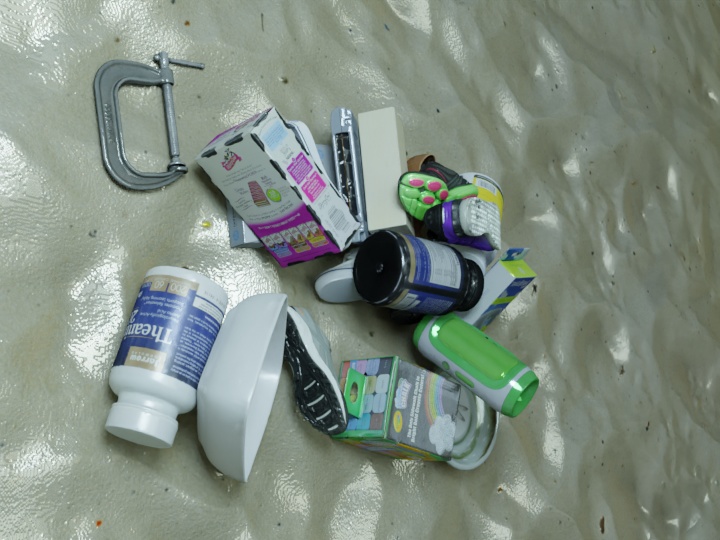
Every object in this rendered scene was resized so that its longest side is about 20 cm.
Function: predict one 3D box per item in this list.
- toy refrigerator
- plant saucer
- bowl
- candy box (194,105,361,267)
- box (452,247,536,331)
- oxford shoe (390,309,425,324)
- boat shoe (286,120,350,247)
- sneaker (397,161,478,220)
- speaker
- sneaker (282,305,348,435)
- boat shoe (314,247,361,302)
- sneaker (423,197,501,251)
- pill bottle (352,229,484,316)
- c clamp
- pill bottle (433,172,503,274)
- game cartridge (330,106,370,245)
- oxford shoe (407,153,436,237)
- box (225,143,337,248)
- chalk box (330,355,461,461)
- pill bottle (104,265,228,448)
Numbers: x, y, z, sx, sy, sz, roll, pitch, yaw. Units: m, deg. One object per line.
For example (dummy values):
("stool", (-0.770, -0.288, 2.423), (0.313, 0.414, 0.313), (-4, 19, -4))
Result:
("toy refrigerator", (0.039, -0.152, 1.346), (0.076, 0.069, 0.202), (46, 37, -70))
("plant saucer", (0.163, 0.237, 1.421), (0.199, 0.050, 0.203), (12, 74, -45))
("bowl", (-0.151, 0.140, 1.055), (0.074, 0.201, 0.201), (14, 48, 3))
("candy box", (-0.110, -0.106, 1.115), (0.201, 0.136, 0.061), (52, 51, -23))
("box", (0.215, 0.049, 1.404), (0.048, 0.200, 0.122), (48, 22, 19))
("oxford shoe", (0.106, 0.042, 1.404), (0.199, 0.072, 0.085), (-15, 85, -54))
("boat shoe", (-0.078, -0.115, 1.193), (0.068, 0.071, 0.202), (-29, 100, -46))
("sneaker", (0.111, -0.129, 1.326), (0.084, 0.077, 0.199), (44, 22, 26))
("speaker", (0.178, 0.141, 1.303), (0.088, 0.199, 0.089), (-36, 147, -29))
("sneaker", (-0.062, 0.136, 1.185), (0.079, 0.074, 0.202), (-5, 66, -55))
("boat shoe", (0.000, 0.000, 1.314), (0.199, 0.071, 0.070), (-7, 59, -41))
("sneaker", (0.154, -0.071, 1.289), (0.200, 0.098, 0.070), (19, 68, -63))
("pill bottle", (0.094, 0.009, 1.264), (0.199, 0.111, 0.113), (12, 73, -42))
("c clamp", (-0.272, -0.202, 1.109), (0.170, 0.027, 0.203), (5, 77, -44))
("pill bottle", (0.185, -0.069, 1.440), (0.112, 0.111, 0.201), (47, 38, -27))
("game cartridge", (-0.014, -0.140, 1.290), (0.133, 0.041, 0.203), (58, 25, -88))
("oxford shoe", (0.091, -0.116, 1.401), (0.071, 0.071, 0.202), (31, 54, -36))
("box", (-0.110, -0.113, 1.239), (0.199, 0.041, 0.158), (-2, 84, -44))
("chalk box", (0.039, 0.206, 1.259), (0.199, 0.123, 0.126), (27, 65, -37))
("pill bottle", (-0.239, 0.106, 1.014), (0.111, 0.110, 0.202), (32, 60, -35))
